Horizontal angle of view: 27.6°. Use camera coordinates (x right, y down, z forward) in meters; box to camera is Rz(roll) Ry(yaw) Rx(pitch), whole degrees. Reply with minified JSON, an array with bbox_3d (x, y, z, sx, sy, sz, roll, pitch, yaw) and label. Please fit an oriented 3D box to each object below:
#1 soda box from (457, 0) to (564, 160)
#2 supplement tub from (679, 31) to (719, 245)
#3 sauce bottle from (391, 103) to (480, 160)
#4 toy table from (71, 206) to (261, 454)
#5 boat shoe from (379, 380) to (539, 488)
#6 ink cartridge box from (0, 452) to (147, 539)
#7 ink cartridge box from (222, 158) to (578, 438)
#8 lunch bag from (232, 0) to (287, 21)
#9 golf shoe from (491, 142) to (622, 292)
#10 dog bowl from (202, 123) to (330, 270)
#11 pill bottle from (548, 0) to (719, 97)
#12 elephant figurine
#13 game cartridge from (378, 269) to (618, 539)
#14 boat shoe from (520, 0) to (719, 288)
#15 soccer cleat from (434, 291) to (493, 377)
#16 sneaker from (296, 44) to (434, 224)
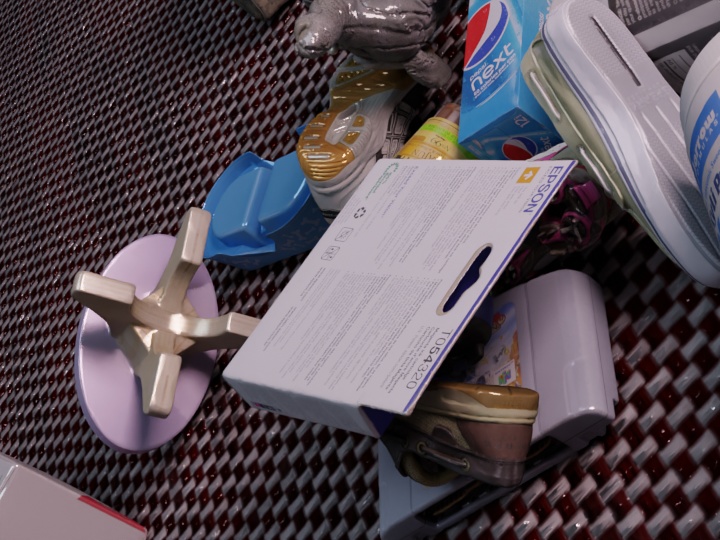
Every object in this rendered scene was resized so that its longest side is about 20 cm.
[{"bbox_3d":[0.123,-0.170,1.113,0.064,0.068,0.201,-30,41,40],"label":"soda box"},{"bbox_3d":[0.246,-0.033,0.744,0.132,0.131,0.201,-42,34,28],"label":"supplement tub"},{"bbox_3d":[0.025,-0.038,1.094,0.200,0.065,0.065,-50,26,-20],"label":"sauce bottle"},{"bbox_3d":[-0.172,0.051,1.284,0.117,0.182,0.202,144,127,-61],"label":"toy table"},{"bbox_3d":[0.042,0.102,0.920,0.200,0.073,0.066,168,109,-68],"label":"boat shoe"},{"bbox_3d":[-0.304,0.224,1.337,0.199,0.147,0.086,4,65,59],"label":"ink cartridge box"},{"bbox_3d":[0.028,0.013,0.925,0.199,0.043,0.197,7,55,52],"label":"ink cartridge box"},{"bbox_3d":[-0.110,-0.391,1.608,0.168,0.140,0.200,-42,31,-2],"label":"lunch bag"},{"bbox_3d":[0.124,-0.040,1.015,0.092,0.073,0.199,-37,8,-34],"label":"golf shoe"},{"bbox_3d":[-0.076,-0.061,1.340,0.199,0.049,0.112,-18,50,49],"label":"dog bowl"},{"bbox_3d":[0.221,-0.174,0.919,0.199,0.116,0.117,-19,49,48],"label":"pill bottle"},{"bbox_3d":[0.025,-0.207,1.176,0.154,0.142,0.200,-32,33,5],"label":"elephant figurine"},{"bbox_3d":[0.084,0.088,0.981,0.200,0.041,0.134,-38,40,34],"label":"game cartridge"},{"bbox_3d":[0.169,-0.073,0.894,0.201,0.072,0.062,61,145,14],"label":"boat shoe"},{"bbox_3d":[0.005,0.041,1.019,0.199,0.065,0.084,-18,56,30],"label":"soccer cleat"},{"bbox_3d":[0.007,-0.117,1.239,0.075,0.088,0.200,9,45,29],"label":"sneaker"}]
